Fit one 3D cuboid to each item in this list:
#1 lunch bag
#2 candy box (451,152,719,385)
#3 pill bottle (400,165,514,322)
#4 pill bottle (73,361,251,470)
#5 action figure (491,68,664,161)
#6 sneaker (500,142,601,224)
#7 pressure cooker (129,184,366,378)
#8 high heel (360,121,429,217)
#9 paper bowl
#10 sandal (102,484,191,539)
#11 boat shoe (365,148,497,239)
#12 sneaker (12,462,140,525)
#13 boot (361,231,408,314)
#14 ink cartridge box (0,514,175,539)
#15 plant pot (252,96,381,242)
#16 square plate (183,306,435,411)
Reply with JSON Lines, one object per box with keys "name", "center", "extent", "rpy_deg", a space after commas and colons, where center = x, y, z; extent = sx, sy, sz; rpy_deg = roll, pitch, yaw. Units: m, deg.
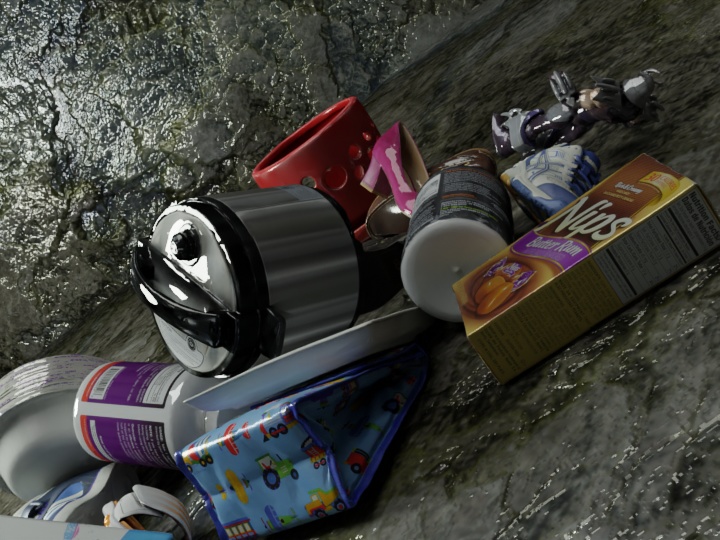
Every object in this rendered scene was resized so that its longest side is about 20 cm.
{"name": "lunch bag", "center": [-0.032, 0.131, 0.700], "extent": [0.150, 0.095, 0.200], "rpy_deg": [-28, 3, 34]}
{"name": "candy box", "center": [0.173, -0.006, 0.645], "extent": [0.199, 0.057, 0.117], "rpy_deg": [-34, 15, 11]}
{"name": "pill bottle", "center": [0.101, -0.040, 0.807], "extent": [0.106, 0.106, 0.200], "rpy_deg": [-32, 17, 22]}
{"name": "pill bottle", "center": [-0.207, 0.157, 0.877], "extent": [0.199, 0.113, 0.113], "rpy_deg": [-2, 34, 30]}
{"name": "action figure", "center": [0.233, -0.168, 0.866], "extent": [0.199, 0.129, 0.070], "rpy_deg": [-24, 55, 51]}
{"name": "sneaker", "center": [0.195, -0.087, 0.785], "extent": [0.088, 0.075, 0.200], "rpy_deg": [-35, 17, 10]}
{"name": "pressure cooker", "center": [-0.117, 0.008, 0.780], "extent": [0.199, 0.180, 0.175], "rpy_deg": [-13, -8, -44]}
{"name": "high heel", "center": [0.080, -0.113, 0.992], "extent": [0.200, 0.067, 0.096], "rpy_deg": [39, 105, 50]}
{"name": "paper bowl", "center": [-0.355, 0.208, 0.981], "extent": [0.200, 0.201, 0.105], "rpy_deg": [-36, 42, 7]}
{"name": "sandal", "center": [-0.199, 0.234, 0.762], "extent": [0.059, 0.079, 0.206], "rpy_deg": [-47, 16, -20]}
{"name": "boat shoe", "center": [0.086, -0.095, 1.057], "extent": [0.199, 0.071, 0.070], "rpy_deg": [-32, 16, 23]}
{"name": "sneaker", "center": [-0.330, 0.292, 0.865], "extent": [0.146, 0.081, 0.200], "rpy_deg": [-27, 14, 13]}
{"name": "boot", "center": [0.000, 0.000, 0.973], "extent": [0.199, 0.070, 0.174], "rpy_deg": [-21, 8, -22]}
{"name": "ink cartridge box", "center": [-0.244, 0.274, 0.615], "extent": [0.198, 0.085, 0.145], "rpy_deg": [-2, 32, 24]}
{"name": "plant pot", "center": [-0.036, -0.138, 1.243], "extent": [0.200, 0.183, 0.201], "rpy_deg": [-35, 15, 11]}
{"name": "square plate", "center": [-0.034, 0.084, 0.758], "extent": [0.197, 0.029, 0.200], "rpy_deg": [-25, -8, 21]}
